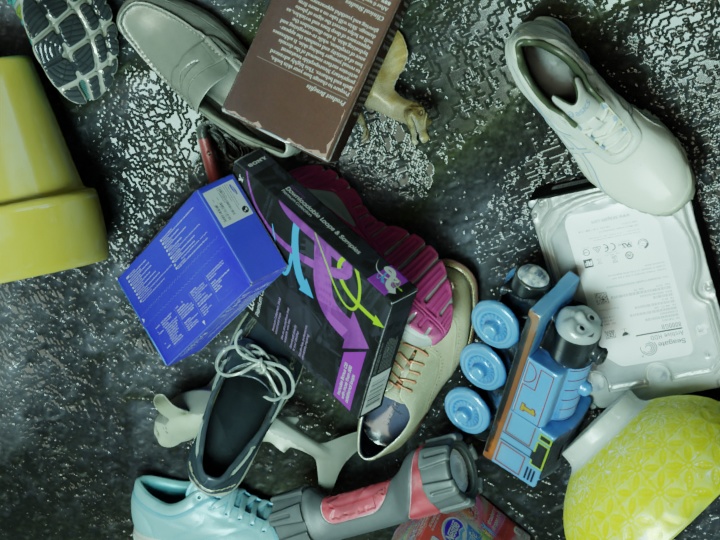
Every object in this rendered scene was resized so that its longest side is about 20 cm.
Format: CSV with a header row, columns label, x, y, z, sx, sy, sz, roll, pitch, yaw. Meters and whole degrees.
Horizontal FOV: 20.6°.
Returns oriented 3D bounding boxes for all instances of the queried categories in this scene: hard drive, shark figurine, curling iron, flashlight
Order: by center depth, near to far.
label,x,y,z,sx,sy,sz,roll,pitch,yaw
hard drive,0.235,0.013,1.683,0.139,0.038,0.202,-11,110,21
flashlight,0.010,0.199,1.756,0.199,0.068,0.068,-17,141,28
curling iron,-0.110,-0.048,1.767,0.049,0.026,0.202,1,113,20
shark figurine,-0.102,0.125,1.816,0.213,0.090,0.128,9,149,21

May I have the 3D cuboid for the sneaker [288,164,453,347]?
label,x,y,z,sx,sy,sz,roll,pitch,yaw
sneaker,0.000,0.000,1.718,0.200,0.081,0.089,44,140,21

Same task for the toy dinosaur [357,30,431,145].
label,x,y,z,sx,sy,sz,roll,pitch,yaw
toy dinosaur,-0.013,-0.182,1.675,0.101,0.058,0.201,-31,88,9

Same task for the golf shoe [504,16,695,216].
label,x,y,z,sx,sy,sz,roll,pitch,yaw
golf shoe,0.186,-0.117,1.588,0.200,0.097,0.078,45,104,5

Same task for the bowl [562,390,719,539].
label,x,y,z,sx,sy,sz,roll,pitch,yaw
bowl,0.235,0.167,1.668,0.108,0.200,0.200,46,118,6

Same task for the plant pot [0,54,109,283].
label,x,y,z,sx,sy,sz,roll,pitch,yaw
plant pot,-0.335,-0.084,1.737,0.199,0.201,0.191,-10,94,21

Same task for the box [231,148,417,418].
label,x,y,z,sx,sy,sz,roll,pitch,yaw
box,-0.044,0.011,1.678,0.200,0.036,0.144,43,139,27

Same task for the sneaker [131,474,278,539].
label,x,y,z,sx,sy,sz,roll,pitch,yaw
sneaker,-0.129,0.229,1.866,0.198,0.074,0.083,0,116,16

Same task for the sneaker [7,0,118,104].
label,x,y,z,sx,sy,sz,roll,pitch,yaw
sneaker,-0.273,-0.240,1.712,0.077,0.080,0.201,-29,99,-17

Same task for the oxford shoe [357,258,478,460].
label,x,y,z,sx,sy,sz,roll,pitch,yaw
oxford shoe,0.050,0.085,1.748,0.070,0.074,0.201,24,116,8

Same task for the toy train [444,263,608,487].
label,x,y,z,sx,sy,sz,roll,pitch,yaw
toy train,0.147,0.085,1.693,0.114,0.087,0.201,31,134,18

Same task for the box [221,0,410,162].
label,x,y,z,sx,sy,sz,roll,pitch,yaw
box,-0.024,-0.198,1.611,0.100,0.075,0.201,26,94,5

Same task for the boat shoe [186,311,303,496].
label,x,y,z,sx,sy,sz,roll,pitch,yaw
boat shoe,-0.098,0.102,1.748,0.074,0.062,0.201,28,73,0

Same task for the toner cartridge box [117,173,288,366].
label,x,y,z,sx,sy,sz,roll,pitch,yaw
toner cartridge box,-0.141,0.003,1.728,0.095,0.043,0.200,60,145,7

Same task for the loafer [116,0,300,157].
label,x,y,z,sx,sy,sz,roll,pitch,yaw
loafer,-0.127,-0.168,1.695,0.199,0.070,0.070,34,118,1

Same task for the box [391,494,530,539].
label,x,y,z,sx,sy,sz,roll,pitch,yaw
box,0.069,0.282,1.757,0.102,0.200,0.095,39,118,-3
